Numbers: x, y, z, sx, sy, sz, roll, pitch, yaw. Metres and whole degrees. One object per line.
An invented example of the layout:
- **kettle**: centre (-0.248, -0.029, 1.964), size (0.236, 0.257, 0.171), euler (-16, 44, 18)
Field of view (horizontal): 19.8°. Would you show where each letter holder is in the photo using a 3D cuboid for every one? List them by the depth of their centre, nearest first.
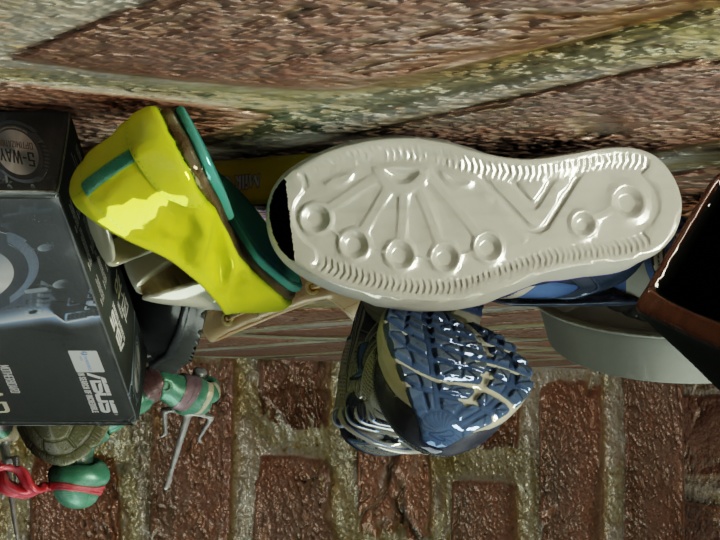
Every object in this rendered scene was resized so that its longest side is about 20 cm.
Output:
- **letter holder**: centre (0.242, 0.012, 0.998), size (0.100, 0.143, 0.200), euler (26, 173, 37)

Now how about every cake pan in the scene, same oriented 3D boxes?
- **cake pan**: centre (0.200, 0.023, 1.265), size (0.199, 0.037, 0.200), euler (-2, -163, 1)

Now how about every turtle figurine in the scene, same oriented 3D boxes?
- **turtle figurine**: centre (-0.157, 0.062, 1.189), size (0.149, 0.201, 0.101), euler (0, 175, 5)

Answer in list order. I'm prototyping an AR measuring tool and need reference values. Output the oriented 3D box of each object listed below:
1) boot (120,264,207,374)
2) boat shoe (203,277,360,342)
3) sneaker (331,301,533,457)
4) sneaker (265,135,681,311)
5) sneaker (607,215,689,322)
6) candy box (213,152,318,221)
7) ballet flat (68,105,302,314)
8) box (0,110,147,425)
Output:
- **boot**: centre (-0.177, -0.003, 1.048), size (0.199, 0.066, 0.165), euler (16, 158, -8)
- **boat shoe**: centre (0.000, 0.000, 1.126), size (0.199, 0.070, 0.074), euler (-9, -179, 18)
- **sneaker**: centre (0.027, 0.058, 0.983), size (0.077, 0.086, 0.200), euler (23, -166, -8)
- **sneaker**: centre (0.042, -0.014, 0.983), size (0.199, 0.081, 0.146), euler (-4, 172, -14)
- **sneaker**: centre (0.200, -0.010, 1.165), size (0.199, 0.077, 0.076), euler (15, -143, 32)
- **candy box**: centre (-0.071, -0.037, 1.055), size (0.199, 0.027, 0.102), euler (-2, 176, 33)
- **ballet flat**: centre (-0.080, -0.018, 0.913), size (0.067, 0.067, 0.200), euler (-31, 161, 1)
- **box**: centre (-0.192, 0.004, 0.937), size (0.159, 0.044, 0.200), euler (0, 147, 5)
